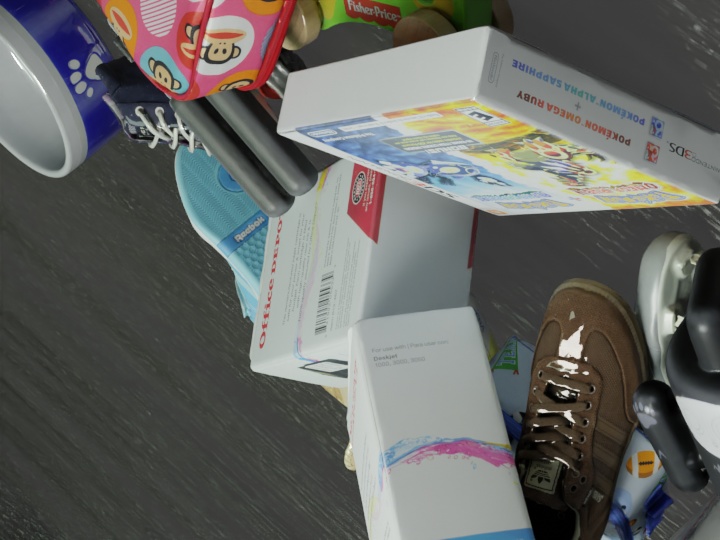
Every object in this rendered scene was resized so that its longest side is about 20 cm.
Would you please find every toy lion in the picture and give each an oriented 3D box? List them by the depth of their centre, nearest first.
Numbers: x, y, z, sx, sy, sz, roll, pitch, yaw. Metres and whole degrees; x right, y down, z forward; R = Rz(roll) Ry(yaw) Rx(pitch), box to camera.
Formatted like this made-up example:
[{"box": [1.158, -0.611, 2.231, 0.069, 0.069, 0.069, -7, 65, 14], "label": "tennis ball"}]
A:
[{"box": [-0.009, -0.223, 0.844, 0.199, 0.069, 0.193, 24, 138, 40], "label": "toy lion"}]

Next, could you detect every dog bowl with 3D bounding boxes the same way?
[{"box": [-0.314, -0.191, 1.327, 0.200, 0.079, 0.201, 36, 152, 23], "label": "dog bowl"}]

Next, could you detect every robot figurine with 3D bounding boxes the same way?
[{"box": [0.247, 0.078, 0.787, 0.150, 0.125, 0.201, 23, 146, 59], "label": "robot figurine"}]

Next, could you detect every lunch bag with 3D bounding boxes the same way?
[{"box": [-0.107, -0.222, 0.840, 0.200, 0.082, 0.177, 56, 141, 29], "label": "lunch bag"}, {"box": [0.153, 0.135, 1.009, 0.160, 0.076, 0.200, 40, 173, 23], "label": "lunch bag"}]

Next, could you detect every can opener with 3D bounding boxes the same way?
[{"box": [-0.104, -0.132, 1.014, 0.053, 0.067, 0.200, -40, 92, 29], "label": "can opener"}]

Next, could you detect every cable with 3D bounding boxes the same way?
[{"box": [-0.063, -0.132, 0.976, 0.097, 0.050, 0.200, 51, -172, -22], "label": "cable"}]

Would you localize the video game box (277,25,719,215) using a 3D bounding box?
[{"box": [0.077, -0.078, 0.808, 0.181, 0.047, 0.200, 15, 172, -32], "label": "video game box"}]

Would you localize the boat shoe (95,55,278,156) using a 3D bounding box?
[{"box": [-0.130, -0.113, 1.087, 0.200, 0.092, 0.075, 47, 158, 38], "label": "boat shoe"}]

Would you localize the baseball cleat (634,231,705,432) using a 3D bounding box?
[{"box": [0.182, 0.047, 0.902, 0.106, 0.070, 0.201, 24, 145, 39], "label": "baseball cleat"}]

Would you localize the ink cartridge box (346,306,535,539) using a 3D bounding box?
[{"box": [0.048, 0.144, 0.871, 0.145, 0.084, 0.201, 93, 166, -57], "label": "ink cartridge box"}]

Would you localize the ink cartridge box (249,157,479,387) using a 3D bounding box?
[{"box": [0.000, 0.000, 1.019, 0.082, 0.147, 0.200, 13, 166, -23], "label": "ink cartridge box"}]

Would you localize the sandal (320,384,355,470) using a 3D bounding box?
[{"box": [0.006, 0.130, 1.125, 0.211, 0.070, 0.078, 35, 154, 34], "label": "sandal"}]

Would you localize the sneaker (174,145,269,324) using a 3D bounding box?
[{"box": [-0.101, -0.022, 1.240, 0.201, 0.079, 0.131, 57, 166, 7], "label": "sneaker"}]

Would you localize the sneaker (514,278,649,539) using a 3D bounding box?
[{"box": [0.129, 0.106, 0.850, 0.070, 0.076, 0.201, 13, 121, 24], "label": "sneaker"}]

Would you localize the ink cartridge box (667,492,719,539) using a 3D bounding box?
[{"box": [0.237, 0.251, 1.010, 0.083, 0.147, 0.200, 38, 152, 13], "label": "ink cartridge box"}]

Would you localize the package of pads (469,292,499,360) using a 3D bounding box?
[{"box": [0.059, 0.095, 1.160, 0.154, 0.068, 0.201, 16, 140, 49], "label": "package of pads"}]
